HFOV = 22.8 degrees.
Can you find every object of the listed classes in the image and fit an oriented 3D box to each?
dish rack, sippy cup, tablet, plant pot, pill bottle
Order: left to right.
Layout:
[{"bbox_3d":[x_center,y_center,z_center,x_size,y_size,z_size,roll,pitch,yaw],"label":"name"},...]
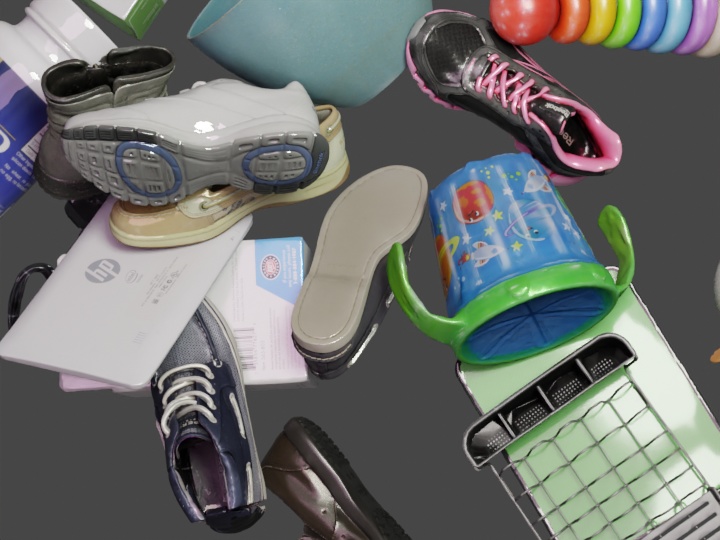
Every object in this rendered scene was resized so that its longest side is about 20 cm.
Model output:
[{"bbox_3d":[-0.289,-0.131,1.451,0.120,0.120,0.200,44,88,11],"label":"pill bottle"},{"bbox_3d":[-0.178,0.008,1.371,0.129,0.014,0.200,11,45,20],"label":"tablet"},{"bbox_3d":[-0.021,-0.208,1.412,0.200,0.200,0.135,-46,105,-2],"label":"plant pot"},{"bbox_3d":[0.115,-0.014,1.381,0.139,0.177,0.131,-32,64,30],"label":"sippy cup"},{"bbox_3d":[0.191,0.168,1.374,0.153,0.055,0.201,-35,79,1],"label":"dish rack"}]

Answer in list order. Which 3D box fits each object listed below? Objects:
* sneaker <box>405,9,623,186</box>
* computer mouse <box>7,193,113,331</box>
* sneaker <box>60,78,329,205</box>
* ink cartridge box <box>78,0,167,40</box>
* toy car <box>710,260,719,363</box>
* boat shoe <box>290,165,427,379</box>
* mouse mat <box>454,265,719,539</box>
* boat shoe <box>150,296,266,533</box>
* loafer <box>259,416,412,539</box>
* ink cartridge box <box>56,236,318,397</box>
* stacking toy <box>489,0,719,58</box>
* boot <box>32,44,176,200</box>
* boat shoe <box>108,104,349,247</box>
[{"bbox_3d":[0.125,-0.134,1.379,0.199,0.095,0.079,33,88,-22],"label":"sneaker"},{"bbox_3d":[-0.232,-0.026,1.476,0.058,0.034,0.201,33,91,-10],"label":"computer mouse"},{"bbox_3d":[-0.125,-0.102,1.342,0.198,0.075,0.087,0,46,-8],"label":"sneaker"},{"bbox_3d":[-0.240,-0.294,1.501,0.199,0.059,0.104,34,86,11],"label":"ink cartridge box"},{"bbox_3d":[0.331,-0.006,1.345,0.184,0.177,0.201,32,98,-1],"label":"toy car"},{"bbox_3d":[0.000,0.000,1.411,0.072,0.063,0.201,13,52,18],"label":"boat shoe"},{"bbox_3d":[0.187,0.116,1.414,0.160,0.008,0.201,-31,78,1],"label":"mouse mat"},{"bbox_3d":[-0.122,0.099,1.341,0.074,0.093,0.201,-21,82,4],"label":"boat shoe"},{"bbox_3d":[-0.011,0.210,1.395,0.071,0.073,0.200,-40,74,9],"label":"loafer"},{"bbox_3d":[-0.138,0.040,1.431,0.198,0.068,0.116,-3,81,5],"label":"ink cartridge box"},{"bbox_3d":[0.192,-0.207,1.388,0.199,0.085,0.086,-3,79,-21],"label":"stacking toy"},{"bbox_3d":[-0.159,-0.125,1.396,0.199,0.131,0.068,-17,63,-28],"label":"boot"},{"bbox_3d":[-0.105,-0.077,1.398,0.199,0.063,0.073,-22,43,-17],"label":"boat shoe"}]
